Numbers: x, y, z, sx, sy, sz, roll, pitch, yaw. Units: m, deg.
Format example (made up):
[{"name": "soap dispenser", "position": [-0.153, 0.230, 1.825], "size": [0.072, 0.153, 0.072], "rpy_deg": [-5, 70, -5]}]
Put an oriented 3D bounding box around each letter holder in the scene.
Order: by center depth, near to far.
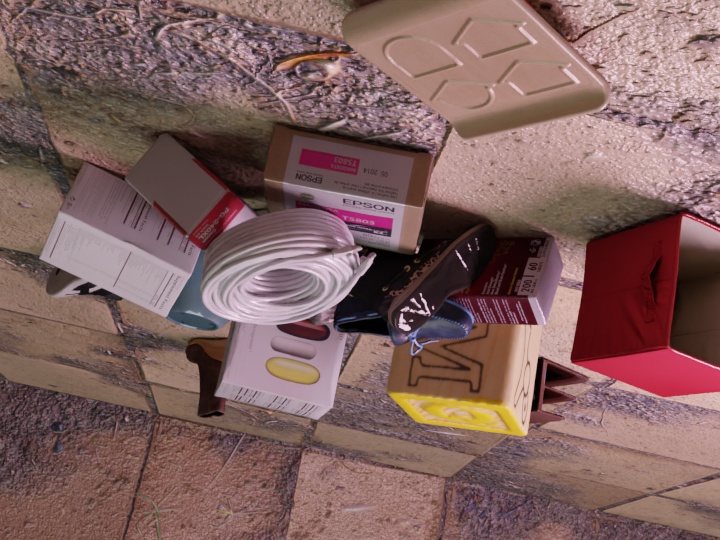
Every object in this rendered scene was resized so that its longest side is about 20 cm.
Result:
[{"name": "letter holder", "position": [0.327, 0.246, 2.027], "size": [0.141, 0.102, 0.199], "rpy_deg": [21, 159, -31]}]

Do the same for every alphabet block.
[{"name": "alphabet block", "position": [0.169, 0.130, 1.635], "size": [0.194, 0.202, 0.195], "rpy_deg": [4, 159, 21]}]

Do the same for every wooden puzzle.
[{"name": "wooden puzzle", "position": [0.109, -0.204, 0.972], "size": [0.184, 0.047, 0.199], "rpy_deg": [-8, 148, 43]}]

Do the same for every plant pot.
[{"name": "plant pot", "position": [-0.253, 0.017, 1.670], "size": [0.197, 0.136, 0.200], "rpy_deg": [10, 161, 4]}]

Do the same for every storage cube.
[{"name": "storage cube", "position": [0.393, 0.050, 1.320], "size": [0.198, 0.173, 0.179], "rpy_deg": [20, 161, -24]}]

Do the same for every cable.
[{"name": "cable", "position": [-0.100, -0.002, 1.296], "size": [0.197, 0.070, 0.200], "rpy_deg": [1, 151, -21]}]

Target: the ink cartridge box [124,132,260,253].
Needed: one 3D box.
[{"name": "ink cartridge box", "position": [-0.192, -0.071, 1.373], "size": [0.145, 0.084, 0.200], "rpy_deg": [40, 177, 32]}]

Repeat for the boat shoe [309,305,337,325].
[{"name": "boat shoe", "position": [-0.013, 0.051, 1.644], "size": [0.066, 0.058, 0.199], "rpy_deg": [13, -171, 39]}]

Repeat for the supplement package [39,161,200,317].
[{"name": "supplement package", "position": [-0.334, -0.042, 1.494], "size": [0.198, 0.110, 0.114], "rpy_deg": [27, 134, -14]}]

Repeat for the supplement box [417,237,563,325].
[{"name": "supplement box", "position": [0.166, 0.013, 1.431], "size": [0.198, 0.110, 0.061], "rpy_deg": [0, 138, 30]}]

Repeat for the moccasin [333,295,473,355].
[{"name": "moccasin", "position": [0.056, 0.077, 1.426], "size": [0.198, 0.069, 0.081], "rpy_deg": [3, 138, 29]}]

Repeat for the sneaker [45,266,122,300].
[{"name": "sneaker", "position": [-0.496, 0.027, 1.937], "size": [0.111, 0.074, 0.199], "rpy_deg": [27, 155, -34]}]

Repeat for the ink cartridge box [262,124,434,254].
[{"name": "ink cartridge box", "position": [-0.016, -0.096, 1.299], "size": [0.197, 0.076, 0.165], "rpy_deg": [11, 162, 4]}]

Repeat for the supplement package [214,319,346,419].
[{"name": "supplement package", "position": [-0.138, 0.143, 1.867], "size": [0.198, 0.194, 0.147], "rpy_deg": [14, 162, -9]}]

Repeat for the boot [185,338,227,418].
[{"name": "boot", "position": [-0.341, 0.237, 2.296], "size": [0.072, 0.168, 0.199], "rpy_deg": [25, 157, -34]}]

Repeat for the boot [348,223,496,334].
[{"name": "boot", "position": [0.071, -0.010, 1.403], "size": [0.150, 0.200, 0.074], "rpy_deg": [25, 150, 45]}]

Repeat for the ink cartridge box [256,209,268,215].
[{"name": "ink cartridge box", "position": [-0.091, -0.024, 1.479], "size": [0.198, 0.119, 0.067], "rpy_deg": [-2, 156, 37]}]
